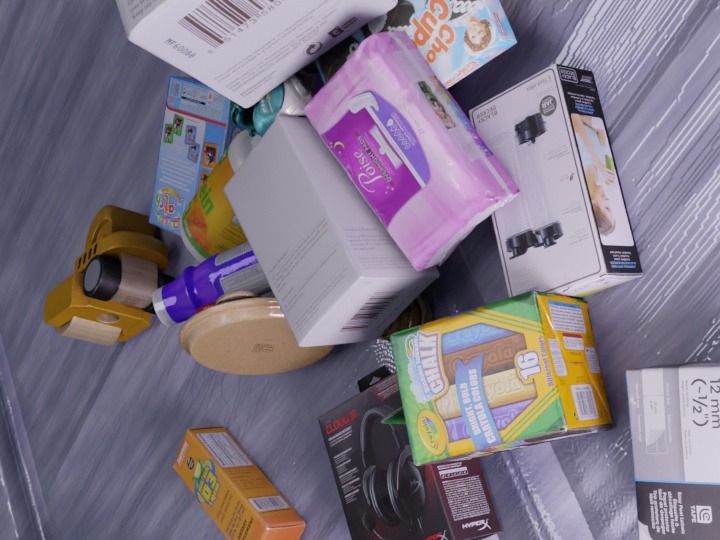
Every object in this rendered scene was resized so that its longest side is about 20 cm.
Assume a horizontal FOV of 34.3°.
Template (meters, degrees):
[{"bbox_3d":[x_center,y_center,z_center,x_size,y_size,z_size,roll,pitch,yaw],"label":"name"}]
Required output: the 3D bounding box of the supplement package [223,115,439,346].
[{"bbox_3d":[-0.032,-0.041,1.178,0.117,0.116,0.201,-46,60,36],"label":"supplement package"}]

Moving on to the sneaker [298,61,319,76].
[{"bbox_3d":[-0.101,-0.288,1.282,0.145,0.076,0.205,-24,71,45],"label":"sneaker"}]

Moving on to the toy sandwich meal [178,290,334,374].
[{"bbox_3d":[-0.106,0.056,1.302,0.204,0.203,0.071,-32,54,42],"label":"toy sandwich meal"}]

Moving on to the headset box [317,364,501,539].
[{"bbox_3d":[0.044,0.201,1.218,0.148,0.077,0.202,-33,67,42],"label":"headset box"}]

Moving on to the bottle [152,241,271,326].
[{"bbox_3d":[-0.144,0.007,1.342,0.198,0.084,0.066,-23,95,13],"label":"bottle"}]

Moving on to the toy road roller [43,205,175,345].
[{"bbox_3d":[-0.343,0.004,1.619,0.199,0.122,0.148,-32,52,42],"label":"toy road roller"}]

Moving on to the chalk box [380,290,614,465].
[{"bbox_3d":[0.111,0.106,1.080,0.198,0.124,0.126,-17,76,30],"label":"chalk box"}]

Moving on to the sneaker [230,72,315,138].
[{"bbox_3d":[-0.110,-0.187,1.254,0.080,0.078,0.200,-42,24,-4],"label":"sneaker"}]

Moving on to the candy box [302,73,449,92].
[{"bbox_3d":[0.014,-0.239,1.262,0.199,0.071,0.170,36,115,42],"label":"candy box"}]

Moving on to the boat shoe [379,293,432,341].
[{"bbox_3d":[0.000,0.000,1.275,0.200,0.067,0.073,46,122,38],"label":"boat shoe"}]

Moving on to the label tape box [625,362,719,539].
[{"bbox_3d":[0.315,0.145,0.933,0.199,0.066,0.146,-8,83,49],"label":"label tape box"}]

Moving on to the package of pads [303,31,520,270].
[{"bbox_3d":[0.046,-0.112,1.101,0.120,0.075,0.201,-42,78,34],"label":"package of pads"}]

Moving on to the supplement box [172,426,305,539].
[{"bbox_3d":[-0.153,0.277,1.439,0.200,0.068,0.067,41,116,42],"label":"supplement box"}]

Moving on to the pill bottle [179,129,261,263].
[{"bbox_3d":[-0.123,-0.097,1.379,0.200,0.110,0.112,-49,56,35],"label":"pill bottle"}]

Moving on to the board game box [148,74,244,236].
[{"bbox_3d":[-0.214,-0.144,1.533,0.150,0.036,0.203,21,104,46],"label":"board game box"}]

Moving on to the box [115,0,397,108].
[{"bbox_3d":[-0.111,-0.299,1.105,0.198,0.199,0.173,-31,65,19],"label":"box"}]

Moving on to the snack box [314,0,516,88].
[{"bbox_3d":[0.047,-0.225,1.148,0.199,0.037,0.117,-30,79,33],"label":"snack box"}]

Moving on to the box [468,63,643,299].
[{"bbox_3d":[0.179,-0.074,1.088,0.116,0.060,0.203,-25,71,44],"label":"box"}]
